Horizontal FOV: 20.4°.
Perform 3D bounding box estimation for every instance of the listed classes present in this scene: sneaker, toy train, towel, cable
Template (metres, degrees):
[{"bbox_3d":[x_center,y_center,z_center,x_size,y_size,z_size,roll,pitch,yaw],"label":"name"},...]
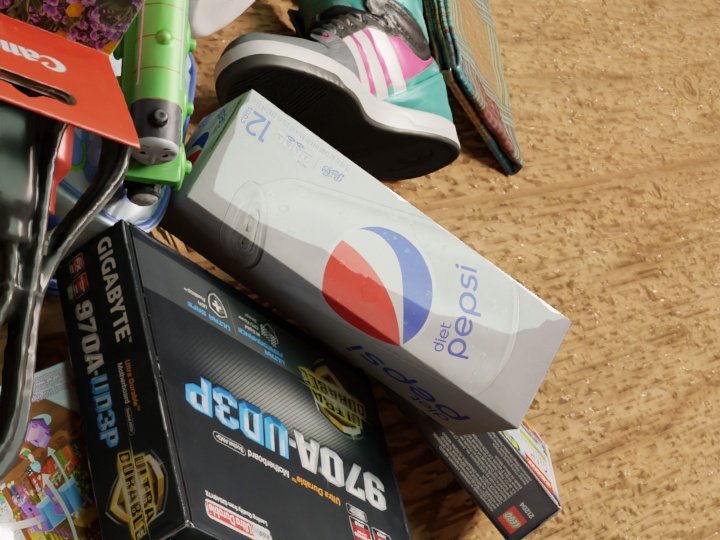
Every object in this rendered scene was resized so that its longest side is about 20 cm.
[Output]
[{"bbox_3d":[-0.018,-0.132,1.141,0.199,0.083,0.122,18,53,-54],"label":"sneaker"},{"bbox_3d":[-0.090,-0.128,0.894,0.041,0.056,0.202,6,68,-15],"label":"toy train"},{"bbox_3d":[0.065,-0.179,1.298,0.147,0.022,0.202,46,29,-58],"label":"towel"},{"bbox_3d":[-0.143,-0.005,0.813,0.096,0.050,0.202,10,75,-36],"label":"cable"}]

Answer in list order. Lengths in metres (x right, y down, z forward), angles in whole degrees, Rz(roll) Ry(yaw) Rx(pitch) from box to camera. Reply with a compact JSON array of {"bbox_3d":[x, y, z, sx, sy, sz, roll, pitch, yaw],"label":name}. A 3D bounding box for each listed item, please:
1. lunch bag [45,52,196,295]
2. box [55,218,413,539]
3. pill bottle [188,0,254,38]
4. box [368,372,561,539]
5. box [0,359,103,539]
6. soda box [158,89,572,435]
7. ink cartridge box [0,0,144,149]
[{"bbox_3d":[-0.173,-0.095,0.911,0.200,0.082,0.162,38,37,-28],"label":"lunch bag"},{"bbox_3d":[-0.050,0.086,0.909,0.200,0.046,0.160,36,31,-48],"label":"box"},{"bbox_3d":[-0.128,-0.219,1.016,0.199,0.113,0.112,38,32,9],"label":"pill bottle"},{"bbox_3d":[0.030,0.045,1.065,0.200,0.035,0.110,51,9,-10],"label":"box"},{"bbox_3d":[-0.155,0.125,0.788,0.200,0.039,0.138,-21,79,-57],"label":"box"},{"bbox_3d":[0.000,0.000,0.961,0.199,0.068,0.064,36,71,-16],"label":"soda box"},{"bbox_3d":[-0.144,-0.143,0.827,0.108,0.050,0.201,18,32,-34],"label":"ink cartridge box"}]
